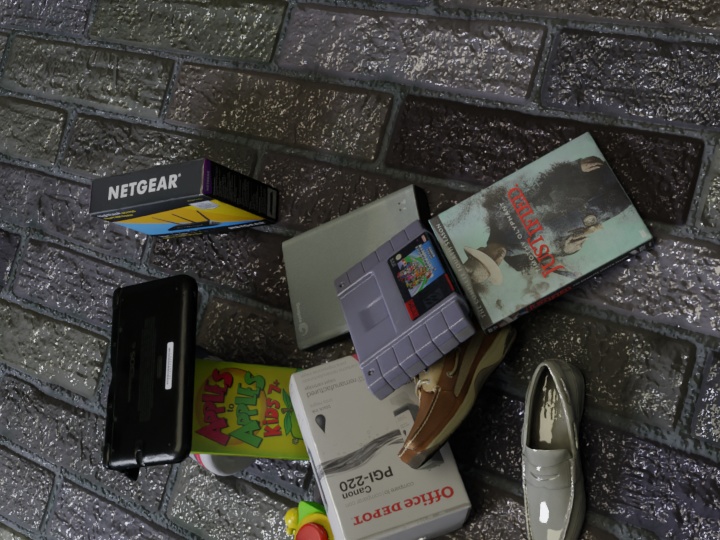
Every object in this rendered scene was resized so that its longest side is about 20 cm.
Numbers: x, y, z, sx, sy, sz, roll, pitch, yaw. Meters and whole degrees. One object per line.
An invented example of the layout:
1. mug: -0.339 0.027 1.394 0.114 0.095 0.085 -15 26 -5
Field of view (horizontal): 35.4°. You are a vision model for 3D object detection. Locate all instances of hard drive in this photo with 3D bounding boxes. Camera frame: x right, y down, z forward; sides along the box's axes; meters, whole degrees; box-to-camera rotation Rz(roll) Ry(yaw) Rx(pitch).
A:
1. hard drive: 0.000 0.000 1.341 0.198 0.033 0.142 -22 68 29

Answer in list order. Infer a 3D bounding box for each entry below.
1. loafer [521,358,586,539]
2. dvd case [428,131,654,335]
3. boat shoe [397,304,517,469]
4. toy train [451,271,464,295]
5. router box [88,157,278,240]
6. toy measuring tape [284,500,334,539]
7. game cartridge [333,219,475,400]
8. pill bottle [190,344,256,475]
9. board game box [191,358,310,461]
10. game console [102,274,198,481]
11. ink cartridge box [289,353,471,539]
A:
1. loafer: 0.190 0.191 1.143 0.069 0.069 0.204 -6 76 33
2. dvd case: 0.188 -0.041 1.191 0.198 0.022 0.148 -28 63 7
3. boat shoe: 0.089 0.116 1.173 0.073 0.201 0.076 36 144 4
4. toy train: 0.089 0.025 1.231 0.201 0.034 0.046 -55 15 -20
5. router box: -0.227 -0.088 1.447 0.197 0.148 0.052 -7 74 33
6. toy measuring tape: -0.013 0.320 1.256 0.198 0.073 0.075 20 91 36
7. game cartridge: 0.043 0.034 1.201 0.129 0.038 0.201 -40 32 12
8. pill bottle: -0.210 0.157 1.397 0.198 0.119 0.121 25 93 35
9. board game box: -0.117 0.161 1.288 0.047 0.197 0.104 158 117 -65
10. game console: -0.224 0.125 1.269 0.173 0.116 0.204 -11 70 31
11. ink cartridge box: 0.018 0.194 1.215 0.143 0.085 0.203 -16 67 -10
